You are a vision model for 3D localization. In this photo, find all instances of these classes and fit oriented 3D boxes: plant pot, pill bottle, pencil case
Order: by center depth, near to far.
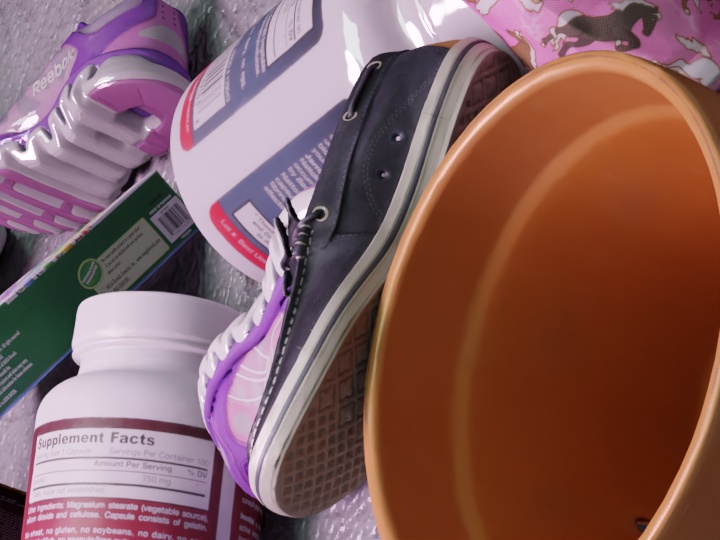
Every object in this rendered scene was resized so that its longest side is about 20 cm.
[{"bbox_3d":[0.112,0.038,0.901,0.200,0.140,0.200,-29,54,49],"label":"plant pot"},{"bbox_3d":[0.068,-0.132,1.000,0.087,0.200,0.083,-41,-1,-4],"label":"pencil case"},{"bbox_3d":[0.017,-0.080,1.127,0.200,0.119,0.120,-35,49,47],"label":"pill bottle"},{"bbox_3d":[-0.102,0.117,1.238,0.113,0.113,0.200,-20,60,54],"label":"pill bottle"}]

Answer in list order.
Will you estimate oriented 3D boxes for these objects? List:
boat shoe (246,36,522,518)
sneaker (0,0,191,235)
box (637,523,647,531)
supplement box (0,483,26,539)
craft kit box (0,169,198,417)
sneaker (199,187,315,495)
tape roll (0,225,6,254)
[{"bbox_3d":[0.000,0.000,0.992,0.062,0.075,0.200,10,68,32],"label":"boat shoe"},{"bbox_3d":[-0.154,-0.089,1.456,0.200,0.080,0.089,-31,45,43],"label":"sneaker"},{"bbox_3d":[0.079,0.056,1.034,0.082,0.049,0.200,-24,57,52],"label":"box"},{"bbox_3d":[-0.215,0.178,1.339,0.200,0.086,0.111,-85,14,-82],"label":"supplement box"},{"bbox_3d":[-0.198,0.051,1.368,0.197,0.049,0.200,-39,5,42],"label":"craft kit box"},{"bbox_3d":[-0.015,0.052,1.109,0.200,0.080,0.089,114,151,-51],"label":"sneaker"},{"bbox_3d":[-0.313,-0.024,1.557,0.202,0.202,0.071,38,110,57],"label":"tape roll"}]
